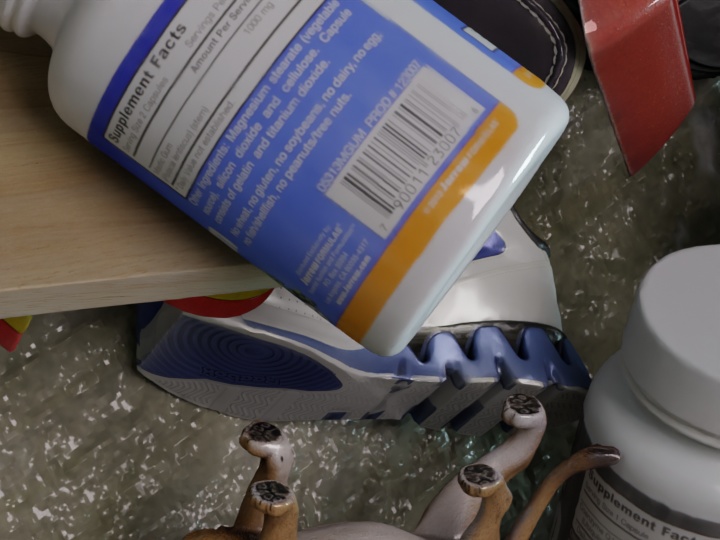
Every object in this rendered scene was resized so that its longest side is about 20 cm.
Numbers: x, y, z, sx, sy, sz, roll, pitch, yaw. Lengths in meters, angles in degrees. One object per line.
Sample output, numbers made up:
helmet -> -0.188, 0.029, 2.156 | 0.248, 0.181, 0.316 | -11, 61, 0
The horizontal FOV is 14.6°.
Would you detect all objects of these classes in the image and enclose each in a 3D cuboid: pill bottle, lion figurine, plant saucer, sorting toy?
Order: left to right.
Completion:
sorting toy -> -0.111, -0.058, 1.055 | 0.200, 0.070, 0.199 | -6, 56, -35
pill bottle -> -0.037, -0.070, 0.978 | 0.200, 0.112, 0.112 | 37, 61, 4
lion figurine -> -0.002, 0.117, 1.095 | 0.200, 0.073, 0.123 | 0, 124, -14
plant saucer -> 0.101, -0.158, 1.137 | 0.037, 0.200, 0.200 | -11, 76, 9
pill bottle -> 0.138, 0.097, 1.153 | 0.114, 0.114, 0.200 | -17, 134, -35

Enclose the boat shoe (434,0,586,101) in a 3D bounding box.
boat shoe -> -0.011, -0.114, 1.049 | 0.200, 0.065, 0.072 | 33, 106, 5

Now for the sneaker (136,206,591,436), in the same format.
sneaker -> 0.001, 0.000, 1.166 | 0.199, 0.081, 0.115 | 9, 63, -25

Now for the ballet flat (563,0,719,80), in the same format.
ballet flat -> 0.088, -0.120, 1.262 | 0.200, 0.057, 0.067 | 11, 89, -26
